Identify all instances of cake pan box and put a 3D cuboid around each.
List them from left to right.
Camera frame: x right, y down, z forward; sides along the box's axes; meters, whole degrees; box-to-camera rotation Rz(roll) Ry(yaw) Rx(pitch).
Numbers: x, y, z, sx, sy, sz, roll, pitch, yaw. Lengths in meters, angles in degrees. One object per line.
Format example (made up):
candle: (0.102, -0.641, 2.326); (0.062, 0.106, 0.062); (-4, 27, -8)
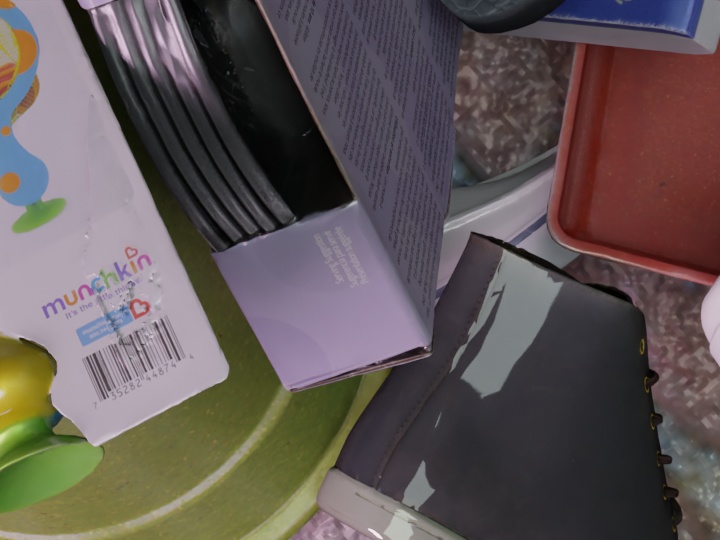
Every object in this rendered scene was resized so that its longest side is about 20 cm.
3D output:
cake pan box: (-0.028, -0.090, 0.848); (0.052, 0.200, 0.185); (-20, 120, 17)

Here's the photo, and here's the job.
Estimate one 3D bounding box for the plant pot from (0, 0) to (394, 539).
plant pot: (-0.104, -0.009, 0.898); (0.199, 0.190, 0.201); (-4, 75, 14)

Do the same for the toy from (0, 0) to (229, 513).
toy: (-0.116, -0.026, 0.779); (0.115, 0.047, 0.201); (-28, 65, 6)

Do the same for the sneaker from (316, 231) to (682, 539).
sneaker: (0.085, 0.068, 0.972); (0.200, 0.075, 0.107); (29, 89, -42)

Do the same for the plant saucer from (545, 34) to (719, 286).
plant saucer: (0.167, -0.068, 0.997); (0.199, 0.037, 0.201); (14, 65, -5)

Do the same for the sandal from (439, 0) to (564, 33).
sandal: (0.057, -0.161, 0.947); (0.076, 0.043, 0.201); (-12, 58, 25)

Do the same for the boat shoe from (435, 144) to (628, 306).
boat shoe: (0.000, 0.000, 0.999); (0.199, 0.074, 0.066); (-31, 98, -4)

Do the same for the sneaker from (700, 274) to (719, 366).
sneaker: (0.148, -0.051, 0.932); (0.200, 0.074, 0.116); (-35, 75, -33)

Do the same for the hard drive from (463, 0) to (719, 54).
hard drive: (0.081, -0.174, 0.971); (0.132, 0.025, 0.201); (9, 80, 38)
